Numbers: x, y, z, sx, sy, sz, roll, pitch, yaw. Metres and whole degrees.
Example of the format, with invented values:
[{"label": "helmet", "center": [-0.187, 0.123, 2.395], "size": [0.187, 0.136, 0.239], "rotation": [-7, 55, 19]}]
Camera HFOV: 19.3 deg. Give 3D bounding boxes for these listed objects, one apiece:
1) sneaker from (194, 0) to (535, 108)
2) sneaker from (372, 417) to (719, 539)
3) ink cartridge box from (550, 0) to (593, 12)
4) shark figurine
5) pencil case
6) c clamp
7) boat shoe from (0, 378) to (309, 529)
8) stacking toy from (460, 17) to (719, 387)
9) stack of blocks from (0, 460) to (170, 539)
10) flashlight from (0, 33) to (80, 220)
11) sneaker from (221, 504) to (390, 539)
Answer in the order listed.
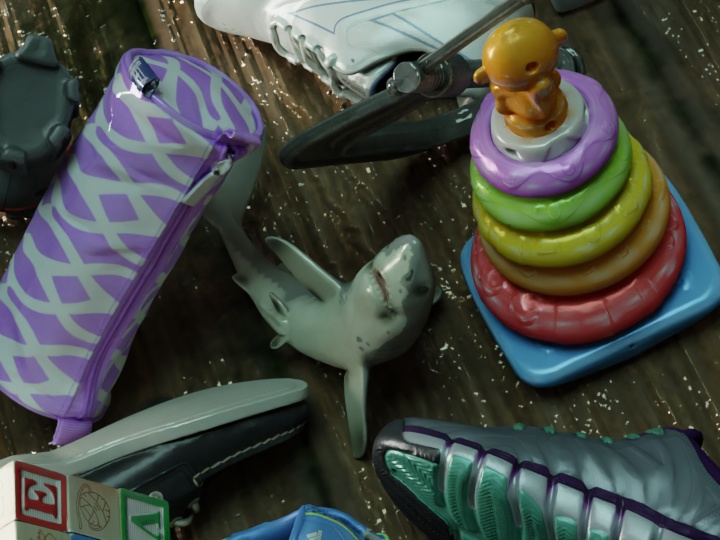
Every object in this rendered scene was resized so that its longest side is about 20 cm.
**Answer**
[{"label": "sneaker", "center": [-0.008, -0.137, 1.169], "size": [0.199, 0.075, 0.087], "rotation": [8, 63, 25]}, {"label": "sneaker", "center": [0.107, 0.101, 0.966], "size": [0.200, 0.075, 0.088], "rotation": [21, 50, 20]}, {"label": "ink cartridge box", "center": [0.078, -0.265, 1.171], "size": [0.057, 0.163, 0.200], "rotation": [-21, 51, 2]}, {"label": "shark figurine", "center": [-0.009, 0.007, 1.077], "size": [0.089, 0.129, 0.214], "rotation": [-20, 27, -28]}, {"label": "pencil case", "center": [-0.119, -0.016, 1.054], "size": [0.086, 0.084, 0.200], "rotation": [46, 119, 27]}, {"label": "c clamp", "center": [0.049, -0.085, 1.037], "size": [0.171, 0.200, 0.027], "rotation": [-27, 82, 24]}, {"label": "boat shoe", "center": [-0.114, 0.106, 1.035], "size": [0.199, 0.061, 0.074], "rotation": [-19, 6, -15]}, {"label": "stacking toy", "center": [0.089, -0.049, 0.986], "size": [0.116, 0.200, 0.110], "rotation": [-26, 51, 1]}, {"label": "stack of blocks", "center": [-0.117, 0.194, 0.916], "size": [0.059, 0.115, 0.201], "rotation": [-33, 51, 36]}, {"label": "flashlight", "center": [-0.178, -0.067, 1.102], "size": [0.068, 0.200, 0.068], "rotation": [-35, 94, -10]}, {"label": "sneaker", "center": [0.016, 0.154, 0.924], "size": [0.199, 0.105, 0.076], "rotation": [0, 56, 20]}]
